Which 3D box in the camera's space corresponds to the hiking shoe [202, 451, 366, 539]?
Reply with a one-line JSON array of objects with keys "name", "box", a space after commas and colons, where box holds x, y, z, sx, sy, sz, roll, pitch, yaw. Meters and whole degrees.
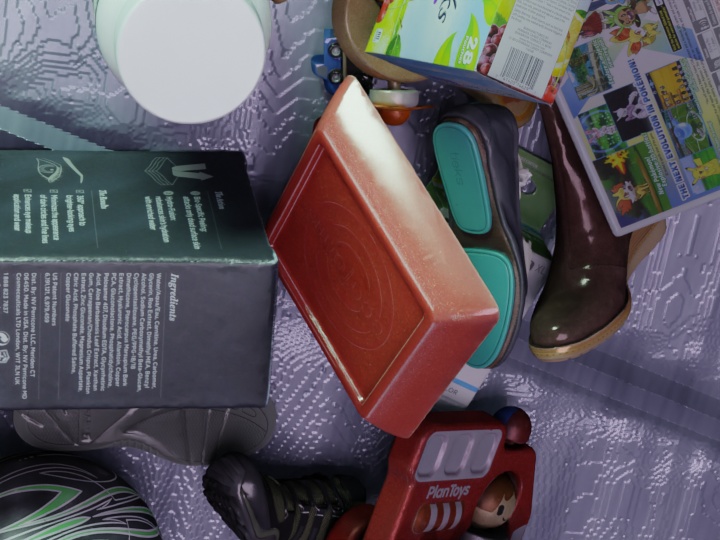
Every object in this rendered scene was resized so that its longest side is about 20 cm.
[{"name": "hiking shoe", "box": [-0.050, 0.182, 1.587, 0.101, 0.076, 0.200, -42, 141, -9]}]

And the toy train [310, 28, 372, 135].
[{"name": "toy train", "box": [-0.015, -0.093, 1.503, 0.046, 0.034, 0.201, 2, 113, 1]}]

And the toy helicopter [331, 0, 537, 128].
[{"name": "toy helicopter", "box": [0.055, -0.148, 1.451, 0.200, 0.079, 0.133, 30, 74, -39]}]

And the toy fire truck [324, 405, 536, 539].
[{"name": "toy fire truck", "box": [0.074, 0.185, 1.573, 0.200, 0.112, 0.169, 4, 112, -52]}]

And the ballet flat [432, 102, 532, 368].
[{"name": "ballet flat", "box": [0.095, -0.028, 1.465, 0.073, 0.073, 0.201, -10, 114, -5]}]

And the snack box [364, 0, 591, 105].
[{"name": "snack box", "box": [0.095, -0.216, 1.308, 0.067, 0.169, 0.201, 19, 93, -26]}]

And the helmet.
[{"name": "helmet", "box": [-0.242, 0.227, 1.516, 0.190, 0.200, 0.200, -32, 115, 7]}]

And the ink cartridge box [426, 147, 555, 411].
[{"name": "ink cartridge box", "box": [0.076, 0.001, 1.545, 0.103, 0.059, 0.201, 26, 107, -19]}]

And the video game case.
[{"name": "video game case", "box": [0.222, -0.134, 1.381, 0.181, 0.022, 0.201, -21, 123, 10]}]

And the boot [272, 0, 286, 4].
[{"name": "boot", "box": [-0.059, -0.293, 1.352, 0.144, 0.071, 0.202, 34, 70, -29]}]

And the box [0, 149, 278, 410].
[{"name": "box", "box": [-0.168, 0.003, 1.427, 0.199, 0.197, 0.118, 0, 115, -10]}]

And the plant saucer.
[{"name": "plant saucer", "box": [0.000, 0.000, 1.421, 0.037, 0.200, 0.200, -22, 160, -28]}]

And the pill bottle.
[{"name": "pill bottle", "box": [-0.119, -0.174, 1.355, 0.115, 0.200, 0.116, -4, 115, -8]}]

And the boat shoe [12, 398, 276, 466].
[{"name": "boat shoe", "box": [-0.164, 0.102, 1.552, 0.201, 0.065, 0.075, 1, 112, -15]}]

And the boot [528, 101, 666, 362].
[{"name": "boot", "box": [0.152, -0.050, 1.480, 0.072, 0.200, 0.167, -2, 125, 37]}]
